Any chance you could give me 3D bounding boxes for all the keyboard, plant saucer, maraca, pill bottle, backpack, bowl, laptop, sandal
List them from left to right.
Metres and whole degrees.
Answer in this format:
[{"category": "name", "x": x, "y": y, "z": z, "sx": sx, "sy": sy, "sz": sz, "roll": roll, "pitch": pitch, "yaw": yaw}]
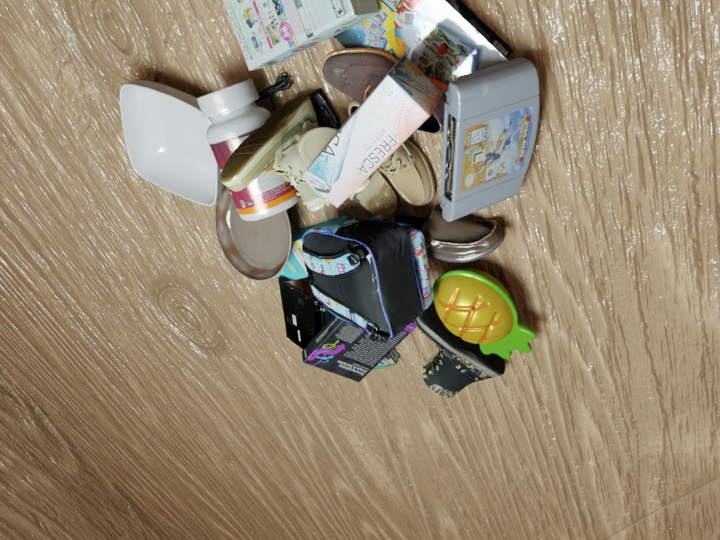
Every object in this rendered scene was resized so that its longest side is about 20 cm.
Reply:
[{"category": "bowl", "x": -0.322, "y": -0.235, "z": 0.950, "sx": 0.199, "sy": 0.075, "sz": 0.201, "roll": 23, "pitch": 136, "yaw": 10}, {"category": "pill bottle", "x": -0.178, "y": -0.190, "z": 0.848, "sx": 0.109, "sy": 0.110, "sz": 0.201, "roll": -5, "pitch": 116, "yaw": 32}, {"category": "plant saucer", "x": -0.198, "y": -0.080, "z": 1.002, "sx": 0.199, "sy": 0.032, "sz": 0.202, "roll": 10, "pitch": 109, "yaw": 32}, {"category": "keyboard", "x": -0.133, "y": -0.246, "z": 0.873, "sx": 0.199, "sy": 0.021, "sz": 0.127, "roll": -15, "pitch": 118, "yaw": 37}, {"category": "laptop", "x": -0.058, "y": 0.099, "z": 1.075, "sx": 0.199, "sy": 0.103, "sz": 0.178, "roll": 30, "pitch": 139, "yaw": 31}, {"category": "backpack", "x": 0.000, "y": 0.000, "z": 0.864, "sx": 0.199, "sy": 0.134, "sz": 0.184, "roll": 16, "pitch": 129, "yaw": 48}, {"category": "sandal", "x": 0.002, "y": -0.138, "z": 0.798, "sx": 0.211, "sy": 0.078, "sz": 0.070, "roll": 36, "pitch": -178, "yaw": -43}, {"category": "maraca", "x": 0.206, "y": 0.076, "z": 0.894, "sx": 0.200, "sy": 0.107, "sz": 0.137, "roll": 45, "pitch": 142, "yaw": -12}]

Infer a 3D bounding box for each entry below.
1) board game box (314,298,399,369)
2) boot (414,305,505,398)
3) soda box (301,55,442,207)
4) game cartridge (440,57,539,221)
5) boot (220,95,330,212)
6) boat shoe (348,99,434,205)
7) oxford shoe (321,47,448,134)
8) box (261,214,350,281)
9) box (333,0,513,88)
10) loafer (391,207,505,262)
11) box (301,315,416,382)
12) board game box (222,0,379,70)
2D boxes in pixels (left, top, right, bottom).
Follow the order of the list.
[{"category": "board game box", "x": -0.026, "y": 0.135, "z": 1.131, "sx": 0.134, "sy": 0.029, "sz": 0.200, "roll": -22, "pitch": 114, "yaw": 41}, {"category": "boot", "x": 0.154, "y": 0.164, "z": 1.017, "sx": 0.203, "sy": 0.074, "sz": 0.154, "roll": 34, "pitch": 134, "yaw": -11}, {"category": "soda box", "x": 0.010, "y": -0.168, "z": 0.669, "sx": 0.068, "sy": 0.064, "sz": 0.200, "roll": 40, "pitch": 135, "yaw": -11}, {"category": "game cartridge", "x": 0.170, "y": -0.166, "z": 0.697, "sx": 0.201, "sy": 0.132, "sz": 0.042, "roll": 84, "pitch": 161, "yaw": -44}, {"category": "boot", "x": -0.106, "y": -0.146, "z": 0.799, "sx": 0.072, "sy": 0.200, "sz": 0.155, "roll": 4, "pitch": 137, "yaw": 39}, {"category": "boat shoe", "x": 0.043, "y": -0.174, "z": 0.803, "sx": 0.071, "sy": 0.065, "sz": 0.200, "roll": -19, "pitch": 116, "yaw": 39}, {"category": "oxford shoe", "x": 0.031, "y": -0.236, "z": 0.697, "sx": 0.199, "sy": 0.073, "sz": 0.071, "roll": 22, "pitch": 136, "yaw": 11}, {"category": "box", "x": -0.089, "y": -0.037, "z": 1.005, "sx": 0.199, "sy": 0.049, "sz": 0.083, "roll": -13, "pitch": 120, "yaw": 37}, {"category": "box", "x": 0.078, "y": -0.298, "z": 0.696, "sx": 0.200, "sy": 0.038, "sz": 0.137, "roll": 40, "pitch": 136, "yaw": -7}, {"category": "loafer", "x": 0.128, "y": -0.060, "z": 0.845, "sx": 0.199, "sy": 0.073, "sz": 0.071, "roll": -1, "pitch": 128, "yaw": 30}, {"category": "box", "x": -0.001, "y": 0.128, "z": 1.022, "sx": 0.143, "sy": 0.036, "sz": 0.200, "roll": 27, "pitch": 117, "yaw": -31}, {"category": "board game box", "x": -0.091, "y": -0.367, "z": 0.685, "sx": 0.199, "sy": 0.064, "sz": 0.148, "roll": -6, "pitch": 112, "yaw": 39}]
